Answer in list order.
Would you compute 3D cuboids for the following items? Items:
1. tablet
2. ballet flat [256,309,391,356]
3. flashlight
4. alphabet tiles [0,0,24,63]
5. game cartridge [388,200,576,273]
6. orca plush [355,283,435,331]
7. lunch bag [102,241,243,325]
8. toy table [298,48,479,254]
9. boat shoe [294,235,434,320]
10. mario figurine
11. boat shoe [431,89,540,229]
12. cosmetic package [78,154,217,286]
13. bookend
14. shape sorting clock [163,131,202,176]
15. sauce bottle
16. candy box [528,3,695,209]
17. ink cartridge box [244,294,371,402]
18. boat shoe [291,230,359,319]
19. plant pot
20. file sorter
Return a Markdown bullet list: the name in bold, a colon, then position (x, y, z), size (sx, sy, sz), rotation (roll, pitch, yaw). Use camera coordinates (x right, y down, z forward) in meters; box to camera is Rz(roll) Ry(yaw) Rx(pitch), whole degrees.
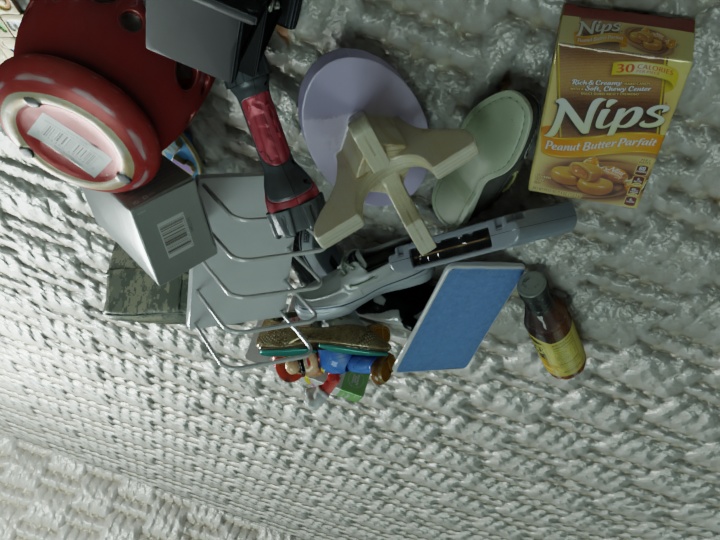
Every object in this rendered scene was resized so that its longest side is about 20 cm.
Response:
- **tablet**: position (0.129, 0.065, 1.082), size (0.128, 0.014, 0.202), rotation (0, 132, -29)
- **ballet flat**: position (-0.052, 0.081, 1.090), size (0.195, 0.067, 0.070), rotation (-1, 166, 19)
- **flashlight**: position (-0.094, -0.138, 0.853), size (0.066, 0.068, 0.204), rotation (-10, 106, 31)
- **alphabet tiles**: position (-0.433, -0.270, 0.979), size (0.195, 0.006, 0.168), rotation (6, 147, 19)
- **game cartridge**: position (0.142, -0.037, 0.935), size (0.131, 0.043, 0.198), rotation (-8, 175, -41)
- **orca plush**: position (0.092, 0.036, 1.122), size (0.195, 0.106, 0.073), rotation (12, 113, -4)
- **lunch bag**: position (-0.251, -0.012, 1.138), size (0.196, 0.172, 0.138), rotation (-2, 173, 34)
- **toy table**: position (0.019, -0.112, 0.825), size (0.183, 0.118, 0.199), rotation (-38, 134, 14)
- **boat shoe**: position (0.000, 0.000, 1.072), size (0.196, 0.074, 0.068), rotation (-21, 128, -5)
- **mario figurine**: position (-0.053, 0.130, 1.162), size (0.197, 0.126, 0.105), rotation (-9, 154, 35)
- **boat shoe**: position (0.138, -0.122, 0.858), size (0.072, 0.060, 0.202), rotation (55, 148, 16)
- **cosmetic package**: position (-0.256, -0.081, 0.943), size (0.199, 0.089, 0.108), rotation (39, 150, 43)
- **bookend**: position (-0.107, -0.227, 0.681), size (0.090, 0.203, 0.200), rotation (20, 149, -4)
- **shape sorting clock**: position (-0.297, -0.157, 1.052), size (0.195, 0.040, 0.201), rotation (13, 149, 8)
- **sauce bottle**: position (0.257, 0.074, 1.101), size (0.065, 0.067, 0.201), rotation (-2, 142, 30)
- **candy box**: position (0.229, -0.148, 0.766), size (0.113, 0.056, 0.201), rotation (11, 149, 10)
- **ink cartridge box**: position (-0.074, 0.118, 1.286), size (0.196, 0.119, 0.067), rotation (20, 163, -3)
- **boat shoe**: position (-0.058, 0.013, 1.159), size (0.067, 0.075, 0.200), rotation (-3, 144, 24)
- **plant pot**: position (-0.259, -0.198, 0.830), size (0.196, 0.185, 0.202), rotation (12, 148, 7)
- **file sorter**: position (-0.122, -0.002, 0.986), size (0.136, 0.124, 0.204), rotation (-7, 119, -31)
